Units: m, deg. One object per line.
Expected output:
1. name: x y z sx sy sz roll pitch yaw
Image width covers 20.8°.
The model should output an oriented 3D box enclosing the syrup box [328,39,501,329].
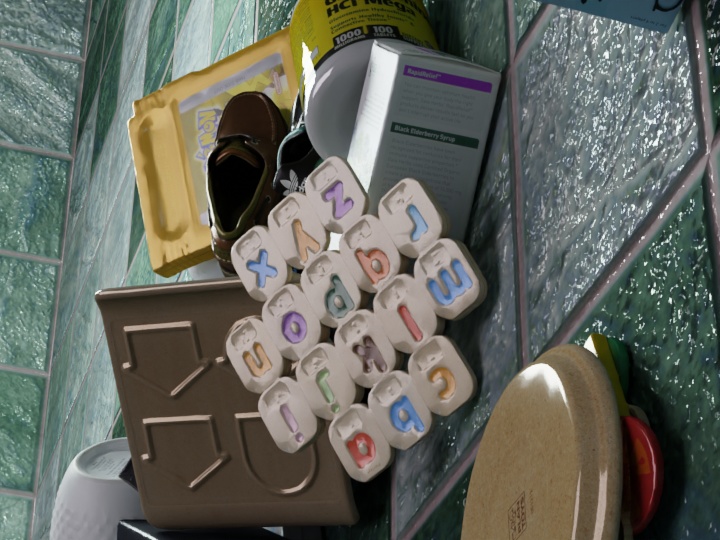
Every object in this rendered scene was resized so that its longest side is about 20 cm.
1. syrup box: 0.032 -0.055 1.382 0.079 0.081 0.202 -139 61 -71

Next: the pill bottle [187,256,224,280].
1. pill bottle: -0.101 -0.043 1.815 0.112 0.111 0.202 146 133 -70

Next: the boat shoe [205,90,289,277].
1. boat shoe: -0.094 -0.086 1.654 0.068 0.071 0.201 68 -167 -50

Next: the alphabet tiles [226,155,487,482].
1. alphabet tiles: -0.006 0.032 1.335 0.200 0.015 0.196 -41 69 26

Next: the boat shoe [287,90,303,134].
1. boat shoe: -0.030 -0.129 1.672 0.056 0.068 0.202 -3 66 38

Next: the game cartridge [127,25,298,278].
1. game cartridge: -0.114 -0.109 1.758 0.199 0.032 0.178 -23 64 20

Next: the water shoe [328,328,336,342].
1. water shoe: 0.000 0.000 1.530 0.079 0.072 0.201 -34 28 22

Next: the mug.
1. mug: -0.178 0.231 1.677 0.200 0.147 0.177 -30 -57 -52

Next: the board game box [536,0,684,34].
1. board game box: 0.149 -0.243 1.028 0.104 0.104 0.201 -94 22 -46

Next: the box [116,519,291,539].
1. box: -0.111 0.304 1.505 0.200 0.123 0.199 -174 87 -66

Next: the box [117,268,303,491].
1. box: -0.098 0.075 1.598 0.201 0.050 0.199 -56 -3 20

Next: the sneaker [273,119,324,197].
1. sneaker: -0.021 -0.100 1.562 0.200 0.079 0.072 -74 2 -67

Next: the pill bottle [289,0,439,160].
1. pill bottle: 0.003 -0.166 1.507 0.201 0.111 0.113 -103 27 -55

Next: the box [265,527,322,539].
1. box: -0.078 0.223 1.683 0.201 0.041 0.157 -99 25 -54

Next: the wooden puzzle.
1. wooden puzzle: -0.095 0.097 1.465 0.046 0.184 0.202 -38 -61 -58

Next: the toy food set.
1. toy food set: 0.105 0.136 1.042 0.201 0.048 0.199 -97 23 -51
